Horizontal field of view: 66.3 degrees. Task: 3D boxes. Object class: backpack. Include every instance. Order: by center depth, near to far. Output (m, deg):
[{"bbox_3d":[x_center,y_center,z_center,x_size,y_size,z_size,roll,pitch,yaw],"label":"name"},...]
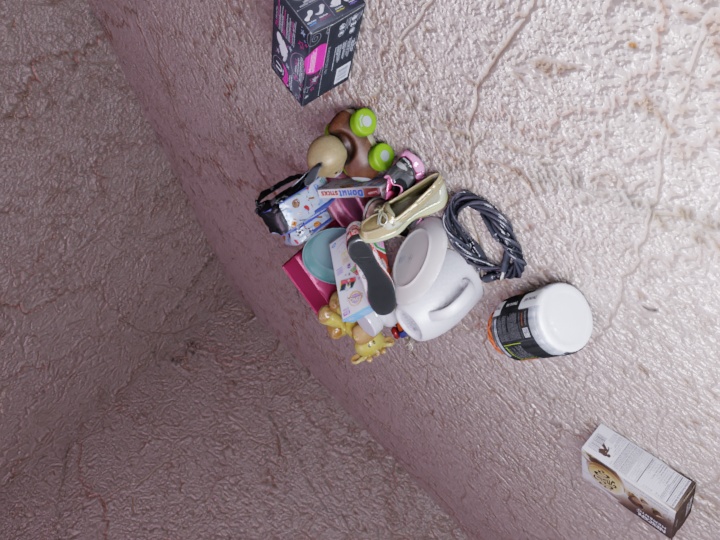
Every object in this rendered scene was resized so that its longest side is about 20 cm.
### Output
[{"bbox_3d":[-0.149,-0.160,1.386,0.156,0.190,0.199,54,165,-22],"label":"backpack"}]

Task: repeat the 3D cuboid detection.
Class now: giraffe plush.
[{"bbox_3d":[-0.001,0.160,1.472,0.199,0.172,0.164,35,-164,-43],"label":"giraffe plush"}]

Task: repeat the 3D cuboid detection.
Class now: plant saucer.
[{"bbox_3d":[-0.025,-0.176,1.431,0.200,0.050,0.203,45,158,23],"label":"plant saucer"},{"bbox_3d":[-0.057,-0.046,1.457,0.037,0.192,0.204,-90,-12,-45],"label":"plant saucer"}]

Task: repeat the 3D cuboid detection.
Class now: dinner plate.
[{"bbox_3d":[0.116,-0.024,1.188,0.024,0.207,0.199,23,170,-23],"label":"dinner plate"}]

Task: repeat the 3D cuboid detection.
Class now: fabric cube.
[{"bbox_3d":[-0.087,-0.010,1.626,0.202,0.198,0.195,53,161,-7],"label":"fabric cube"}]

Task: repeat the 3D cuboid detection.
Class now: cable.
[{"bbox_3d":[0.234,-0.061,1.060,0.204,0.050,0.162,60,158,-17],"label":"cable"}]

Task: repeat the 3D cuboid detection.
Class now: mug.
[{"bbox_3d":[0.175,0.063,1.210,0.150,0.174,0.199,54,159,-12],"label":"mug"}]

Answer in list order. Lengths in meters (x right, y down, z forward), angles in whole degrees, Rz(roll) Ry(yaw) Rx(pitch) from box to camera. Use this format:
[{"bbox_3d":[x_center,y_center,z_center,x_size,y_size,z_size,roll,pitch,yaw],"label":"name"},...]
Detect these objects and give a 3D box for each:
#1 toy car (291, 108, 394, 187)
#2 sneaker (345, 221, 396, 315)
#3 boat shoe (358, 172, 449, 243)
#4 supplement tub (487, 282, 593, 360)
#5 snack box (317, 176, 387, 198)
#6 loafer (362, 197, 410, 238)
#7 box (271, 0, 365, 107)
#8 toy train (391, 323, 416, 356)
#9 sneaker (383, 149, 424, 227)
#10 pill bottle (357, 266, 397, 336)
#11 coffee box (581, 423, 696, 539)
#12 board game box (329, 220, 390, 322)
[{"bbox_3d":[-0.056,-0.233,1.190,0.160,0.199,0.163,57,158,-19],"label":"toy car"},{"bbox_3d":[0.023,-0.009,1.201,0.109,0.065,0.205,-98,-16,-60],"label":"sneaker"},{"bbox_3d":[0.080,-0.124,1.090,0.074,0.195,0.064,-107,-10,-46],"label":"boat shoe"},{"bbox_3d":[0.324,0.101,1.028,0.124,0.122,0.200,51,159,-1],"label":"supplement tub"},{"bbox_3d":[-0.007,-0.190,1.263,0.195,0.071,0.025,5,120,42],"label":"snack box"},{"bbox_3d":[0.065,-0.114,1.247,0.061,0.074,0.199,25,-177,21],"label":"loafer"},{"bbox_3d":[-0.084,-0.434,1.022,0.116,0.131,0.201,51,159,9],"label":"box"},{"bbox_3d":[0.107,0.125,1.483,0.117,0.083,0.202,58,-174,-33],"label":"toy train"},{"bbox_3d":[0.084,-0.155,1.168,0.078,0.095,0.203,36,156,29],"label":"sneaker"},{"bbox_3d":[0.078,0.069,1.394,0.111,0.199,0.113,42,158,21],"label":"pill bottle"},{"bbox_3d":[0.554,0.422,1.113,0.198,0.079,0.115,31,151,44],"label":"coffee box"},{"bbox_3d":[0.000,0.000,1.321,0.151,0.040,0.207,-30,62,40],"label":"board game box"}]
